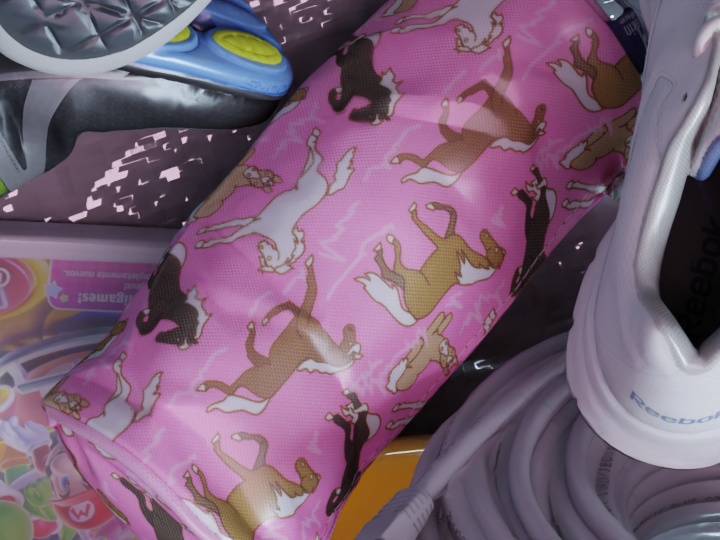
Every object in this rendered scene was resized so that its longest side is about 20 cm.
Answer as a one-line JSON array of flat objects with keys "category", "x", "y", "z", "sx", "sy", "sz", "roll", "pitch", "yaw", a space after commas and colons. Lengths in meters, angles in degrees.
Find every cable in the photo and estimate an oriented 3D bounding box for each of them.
[{"category": "cable", "x": 0.110, "y": 0.082, "z": 0.674, "sx": 0.199, "sy": 0.200, "sz": 0.070, "roll": 13, "pitch": 121, "yaw": 17}]

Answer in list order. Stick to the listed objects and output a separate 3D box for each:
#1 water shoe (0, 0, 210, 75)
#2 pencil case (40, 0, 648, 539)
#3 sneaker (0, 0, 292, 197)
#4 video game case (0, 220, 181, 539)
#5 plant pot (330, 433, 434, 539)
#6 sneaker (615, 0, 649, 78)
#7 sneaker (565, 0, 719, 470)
[{"category": "water shoe", "x": -0.046, "y": -0.146, "z": 0.669, "sx": 0.071, "sy": 0.079, "sz": 0.201, "roll": 23, "pitch": 94, "yaw": -18}, {"category": "pencil case", "x": 0.000, "y": 0.000, "z": 0.705, "sx": 0.200, "sy": 0.086, "sz": 0.083, "roll": -49, "pitch": 143, "yaw": -16}, {"category": "sneaker", "x": -0.119, "y": -0.045, "z": 0.708, "sx": 0.199, "sy": 0.071, "sz": 0.083, "roll": -9, "pitch": 124, "yaw": -7}, {"category": "video game case", "x": -0.079, "y": 0.083, "z": 0.784, "sx": 0.142, "sy": 0.018, "sz": 0.201, "roll": 2, "pitch": 109, "yaw": -14}, {"category": "plant pot", "x": 0.031, "y": 0.183, "z": 0.752, "sx": 0.199, "sy": 0.201, "sz": 0.184, "roll": -1, "pitch": 127, "yaw": -12}, {"category": "sneaker", "x": 0.149, "y": -0.127, "z": 0.731, "sx": 0.199, "sy": 0.075, "sz": 0.115, "roll": -28, "pitch": 114, "yaw": 4}, {"category": "sneaker", "x": 0.104, "y": -0.050, "z": 0.642, "sx": 0.074, "sy": 0.087, "sz": 0.201, "roll": 9, "pitch": 78, "yaw": 1}]
